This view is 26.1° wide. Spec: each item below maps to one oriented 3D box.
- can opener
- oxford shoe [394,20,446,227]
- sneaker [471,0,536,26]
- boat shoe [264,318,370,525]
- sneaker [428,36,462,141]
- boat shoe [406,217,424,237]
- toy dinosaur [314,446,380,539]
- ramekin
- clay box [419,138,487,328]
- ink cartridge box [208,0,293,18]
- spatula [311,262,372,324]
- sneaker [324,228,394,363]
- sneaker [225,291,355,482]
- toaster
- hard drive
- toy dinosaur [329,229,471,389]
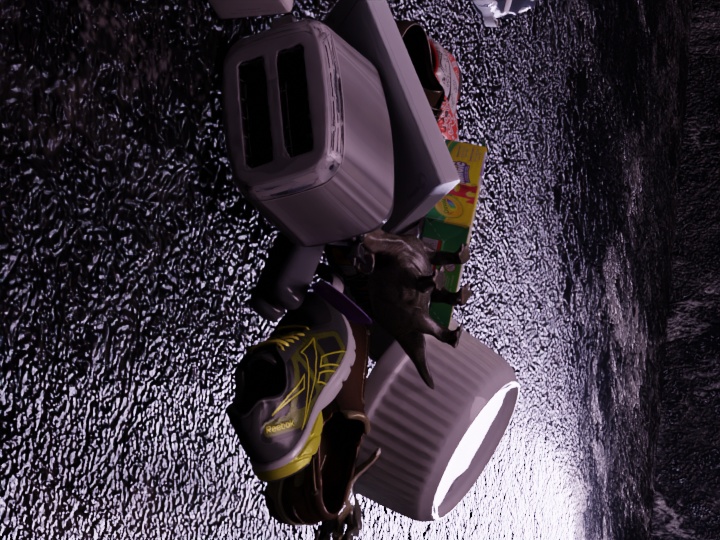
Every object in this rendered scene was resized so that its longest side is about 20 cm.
[{"bbox_3d":[-0.060,-0.048,1.371,0.067,0.053,0.200,41,44,-21],"label":"can opener"},{"bbox_3d":[0.040,-0.139,1.452,0.073,0.084,0.200,-2,83,-40],"label":"oxford shoe"},{"bbox_3d":[0.184,-0.390,1.967,0.130,0.079,0.199,71,28,-45],"label":"sneaker"},{"bbox_3d":[-0.018,0.131,1.381,0.075,0.075,0.202,31,65,-41],"label":"boat shoe"},{"bbox_3d":[0.070,-0.154,1.681,0.108,0.067,0.202,36,54,-65],"label":"sneaker"},{"bbox_3d":[0.022,-0.092,1.547,0.069,0.072,0.200,-58,146,-40],"label":"boat shoe"},{"bbox_3d":[-0.017,0.237,1.430,0.200,0.047,0.088,108,-1,-60],"label":"toy dinosaur"},{"bbox_3d":[0.070,0.149,1.513,0.200,0.105,0.200,-50,159,-28],"label":"ramekin"},{"bbox_3d":[0.085,-0.044,1.497,0.200,0.048,0.115,-74,175,-60],"label":"clay box"},{"bbox_3d":[-0.107,-0.299,1.188,0.200,0.067,0.117,58,36,-57],"label":"ink cartridge box"},{"bbox_3d":[-0.023,0.015,1.375,0.021,0.057,0.200,-49,-169,4],"label":"spatula"},{"bbox_3d":[0.000,0.000,1.494,0.082,0.078,0.200,-39,118,-60],"label":"sneaker"},{"bbox_3d":[-0.059,0.081,1.318,0.200,0.074,0.085,-77,147,-46],"label":"sneaker"},{"bbox_3d":[-0.044,-0.109,1.277,0.129,0.114,0.200,38,43,-60],"label":"toaster"},{"bbox_3d":[0.018,-0.144,1.379,0.200,0.027,0.132,68,-25,12],"label":"hard drive"},{"bbox_3d":[0.042,0.016,1.386,0.077,0.102,0.200,-55,143,-34],"label":"toy dinosaur"}]
